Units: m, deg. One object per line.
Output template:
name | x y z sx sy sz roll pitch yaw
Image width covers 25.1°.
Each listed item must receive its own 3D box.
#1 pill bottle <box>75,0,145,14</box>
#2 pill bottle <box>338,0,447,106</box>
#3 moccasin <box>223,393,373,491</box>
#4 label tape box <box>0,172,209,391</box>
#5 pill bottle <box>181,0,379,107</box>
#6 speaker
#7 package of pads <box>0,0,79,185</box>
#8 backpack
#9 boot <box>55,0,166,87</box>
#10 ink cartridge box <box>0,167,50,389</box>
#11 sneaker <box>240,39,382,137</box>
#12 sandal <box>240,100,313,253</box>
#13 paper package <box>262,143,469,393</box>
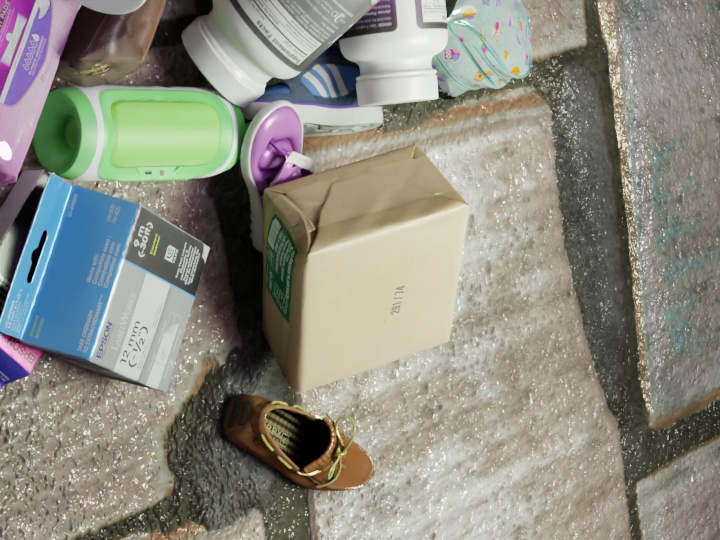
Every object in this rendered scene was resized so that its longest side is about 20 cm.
pill bottle | -0.191 -0.323 1.382 0.114 0.113 0.201 49 46 -37
pill bottle | 0.029 -0.268 1.607 0.111 0.111 0.203 -9 96 -47
moccasin | -0.050 0.178 1.660 0.201 0.077 0.074 40 63 -41
label tape box | -0.222 0.014 1.426 0.200 0.065 0.145 36 69 -64
pill bottle | -0.067 -0.254 1.516 0.116 0.200 0.116 46 16 -17
speaker | -0.199 -0.126 1.479 0.199 0.088 0.090 -5 95 -48
package of pads | -0.317 -0.184 1.352 0.120 0.075 0.202 33 67 -45
backpack | 0.104 -0.275 1.780 0.200 0.125 0.169 44 52 -47
boot | -0.167 -0.240 1.415 0.065 0.185 0.201 60 36 -37
ink cartridge box | -0.302 0.019 1.408 0.095 0.037 0.201 47 60 -39
sneaker | -0.062 -0.215 1.647 0.199 0.080 0.148 -5 84 -42
sandal | -0.072 -0.088 1.582 0.083 0.050 0.204 -47 155 -28
paper package | 0.000 0.000 1.599 0.189 0.104 0.201 -18 139 -23
